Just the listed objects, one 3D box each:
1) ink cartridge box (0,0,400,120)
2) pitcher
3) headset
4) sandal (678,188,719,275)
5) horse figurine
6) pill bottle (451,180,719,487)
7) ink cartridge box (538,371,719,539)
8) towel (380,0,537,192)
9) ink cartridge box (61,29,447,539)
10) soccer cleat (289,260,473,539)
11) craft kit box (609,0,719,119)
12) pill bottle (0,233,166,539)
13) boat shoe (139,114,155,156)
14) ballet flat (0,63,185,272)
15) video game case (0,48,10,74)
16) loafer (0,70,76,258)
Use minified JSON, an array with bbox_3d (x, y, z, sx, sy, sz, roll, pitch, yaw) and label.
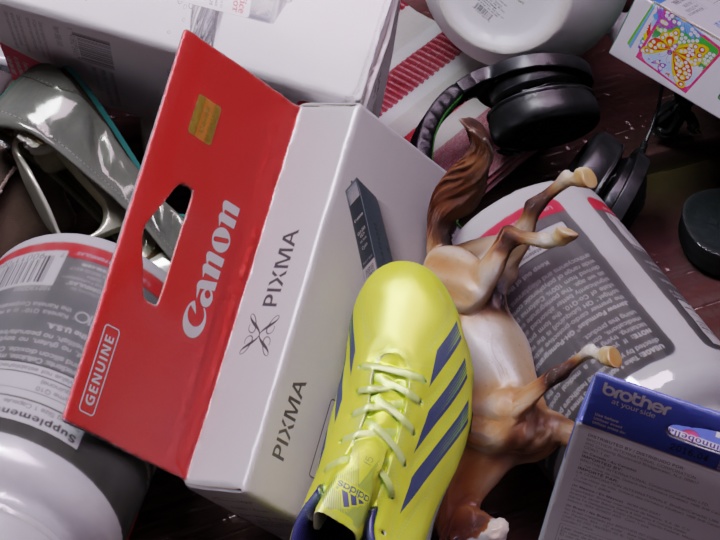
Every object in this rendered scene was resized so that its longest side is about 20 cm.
[{"bbox_3d":[-0.083,-0.128,1.278,0.200,0.146,0.085,18,78,2],"label":"ink cartridge box"},{"bbox_3d":[0.128,-0.174,1.454,0.172,0.121,0.200,36,24,4],"label":"pitcher"},{"bbox_3d":[0.114,-0.064,1.382,0.200,0.094,0.124,-28,80,-22],"label":"headset"},{"bbox_3d":[0.282,-0.031,1.397,0.200,0.048,0.075,-5,46,-15],"label":"sandal"},{"bbox_3d":[0.070,0.031,1.181,0.050,0.133,0.200,-1,70,-46],"label":"horse figurine"},{"bbox_3d":[0.127,0.057,1.236,0.111,0.111,0.200,-16,50,-25],"label":"pill bottle"},{"bbox_3d":[0.143,0.121,1.111,0.119,0.200,0.042,19,46,7],"label":"ink cartridge box"},{"bbox_3d":[0.007,-0.103,1.440,0.200,0.023,0.144,33,51,24],"label":"towel"},{"bbox_3d":[-0.041,0.011,1.162,0.045,0.176,0.200,2,69,39],"label":"ink cartridge box"},{"bbox_3d":[0.007,0.092,1.132,0.065,0.084,0.200,7,84,24],"label":"soccer cleat"},{"bbox_3d":[0.262,-0.109,1.393,0.197,0.049,0.200,30,25,15],"label":"craft kit box"},{"bbox_3d":[-0.154,0.087,1.152,0.114,0.114,0.200,15,45,4],"label":"pill bottle"},{"bbox_3d":[-0.098,-0.142,1.405,0.059,0.072,0.200,-3,59,-2],"label":"boat shoe"},{"bbox_3d":[-0.119,-0.018,1.272,0.064,0.067,0.200,-42,93,-20],"label":"ballet flat"},{"bbox_3d":[-0.223,-0.186,1.448,0.182,0.024,0.200,10,45,-2],"label":"video game case"},{"bbox_3d":[-0.186,-0.035,1.296,0.071,0.073,0.200,9,45,0],"label":"loafer"}]
